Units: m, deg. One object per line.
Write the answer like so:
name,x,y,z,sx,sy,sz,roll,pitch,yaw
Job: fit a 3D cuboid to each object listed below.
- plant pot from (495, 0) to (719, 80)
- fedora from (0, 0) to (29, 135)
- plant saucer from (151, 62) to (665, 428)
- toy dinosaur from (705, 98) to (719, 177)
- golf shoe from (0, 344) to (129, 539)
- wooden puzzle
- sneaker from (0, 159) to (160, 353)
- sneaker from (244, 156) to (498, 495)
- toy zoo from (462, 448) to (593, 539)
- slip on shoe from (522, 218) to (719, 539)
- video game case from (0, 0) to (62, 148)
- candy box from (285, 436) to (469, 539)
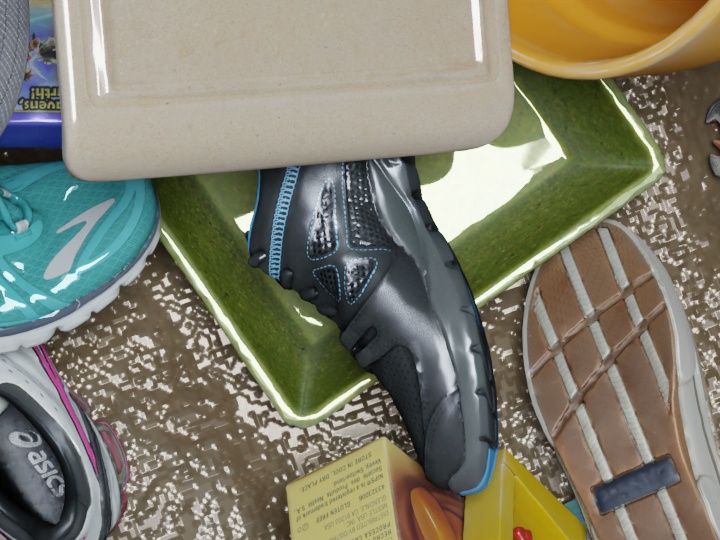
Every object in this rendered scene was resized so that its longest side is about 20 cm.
plant pot,0.148,-0.181,0.739,0.183,0.200,0.202,-8,89,-40
fedora,-0.205,-0.071,0.648,0.176,0.090,0.201,-15,64,-16
plant saucer,-0.004,-0.067,0.805,0.199,0.048,0.200,-35,91,-4
toy dinosaur,0.257,-0.022,0.805,0.199,0.086,0.137,8,81,-9
golf shoe,-0.169,0.035,0.771,0.073,0.092,0.200,-41,90,-3
wooden puzzle,-0.030,-0.138,0.675,0.184,0.037,0.201,-7,99,-28
sneaker,-0.171,-0.012,0.717,0.199,0.080,0.078,-12,58,-20
sneaker,0.000,0.000,0.750,0.081,0.073,0.201,-20,80,2
toy zoo,0.084,0.161,0.744,0.020,0.200,0.131,-29,116,22
slip on shoe,0.126,0.077,0.806,0.076,0.061,0.201,-23,71,15
video game case,-0.176,-0.142,0.743,0.199,0.045,0.183,0,80,-10
candy box,0.033,0.179,0.715,0.056,0.117,0.201,-28,47,23
